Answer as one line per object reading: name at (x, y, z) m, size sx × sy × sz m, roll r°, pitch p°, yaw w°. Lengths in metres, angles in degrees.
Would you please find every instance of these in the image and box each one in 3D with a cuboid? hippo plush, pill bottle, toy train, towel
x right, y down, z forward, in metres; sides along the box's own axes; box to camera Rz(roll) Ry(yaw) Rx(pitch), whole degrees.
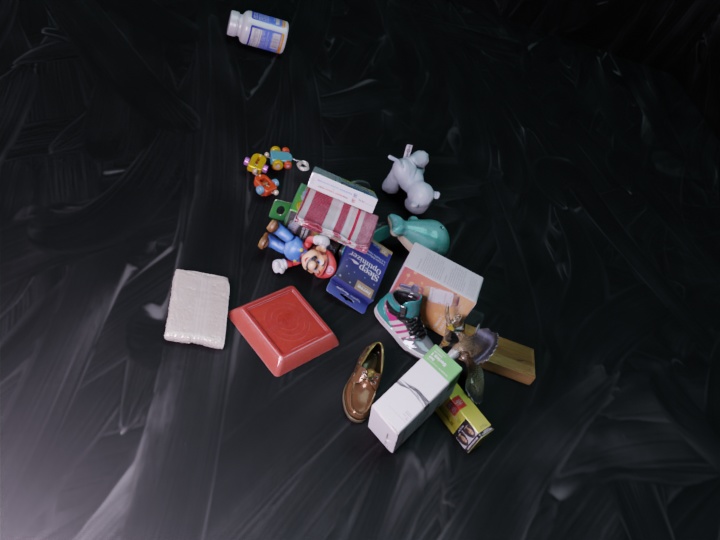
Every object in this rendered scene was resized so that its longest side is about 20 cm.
hippo plush at (0.172, -0.262, 2.059) m, size 0.159 × 0.200 × 0.161 m, roll -32°, pitch 74°, yaw -20°
pill bottle at (-0.356, -0.830, 2.396) m, size 0.198 × 0.112 × 0.113 m, roll 11°, pitch 44°, yaw -17°
toy train at (-0.245, -0.271, 1.947) m, size 0.150 × 0.056 × 0.200 m, roll 41°, pitch 47°, yaw 13°
towel at (-0.362, 0.085, 1.548) m, size 0.131 × 0.035 × 0.201 m, roll 11°, pitch 45°, yaw -15°
towel at (-0.057, -0.131, 1.741) m, size 0.199 × 0.023 × 0.145 m, roll 23°, pitch 43°, yaw -5°

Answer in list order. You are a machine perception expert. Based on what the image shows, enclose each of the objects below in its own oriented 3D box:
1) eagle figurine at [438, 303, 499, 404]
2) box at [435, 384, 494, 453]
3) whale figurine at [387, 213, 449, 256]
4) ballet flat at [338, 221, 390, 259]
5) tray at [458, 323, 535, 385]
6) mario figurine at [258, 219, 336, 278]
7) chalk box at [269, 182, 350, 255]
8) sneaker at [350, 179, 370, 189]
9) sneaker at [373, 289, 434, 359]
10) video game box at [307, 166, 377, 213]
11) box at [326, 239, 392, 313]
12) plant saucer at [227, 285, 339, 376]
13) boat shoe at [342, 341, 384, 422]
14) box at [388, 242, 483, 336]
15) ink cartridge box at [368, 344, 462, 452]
eagle figurine at (0.258, 0.198, 1.635) m, size 0.152 × 0.151 × 0.200 m, roll 46°, pitch -3°, yaw -43°
box at (0.212, 0.311, 1.586) m, size 0.050 × 0.075 × 0.200 m, roll -18°, pitch 59°, yaw -38°
whale figurine at (0.166, -0.102, 1.915) m, size 0.199 × 0.104 × 0.160 m, roll 28°, pitch 36°, yaw -33°
ballet flat at (-0.003, -0.083, 1.878) m, size 0.199 × 0.073 × 0.073 m, roll -30°, pitch 66°, yaw -36°
tray at (0.351, 0.214, 1.780) m, size 0.199 × 0.037 × 0.099 m, roll 21°, pitch 42°, yaw -8°
mario figurine at (-0.150, -0.042, 1.702) m, size 0.199 × 0.124 × 0.106 m, roll 29°, pitch 59°, yaw -4°
chalk box at (-0.136, -0.131, 1.807) m, size 0.199 × 0.125 × 0.124 m, roll 24°, pitch 42°, yaw -5°
sneaker at (-0.048, -0.197, 1.967) m, size 0.199 × 0.073 × 0.082 m, roll -22°, pitch 69°, yaw -30°
sneaker at (0.129, 0.119, 1.696) m, size 0.200 × 0.121 × 0.083 m, roll 43°, pitch 44°, yaw 17°
video game box at (-0.048, -0.215, 1.833) m, size 0.181 × 0.047 × 0.200 m, roll 20°, pitch 11°, yaw -6°
box at (0.000, 0.000, 1.768) m, size 0.121 × 0.032 × 0.201 m, roll 33°, pitch 55°, yaw -14°
plant saucer at (-0.172, 0.125, 1.602) m, size 0.199 × 0.037 × 0.200 m, roll -23°, pitch 63°, yaw -40°
boat shoe at (0.010, 0.243, 1.553) m, size 0.071 × 0.068 × 0.201 m, roll 22°, pitch 43°, yaw -8°
box at (0.185, 0.053, 1.767) m, size 0.199 × 0.153 × 0.107 m, roll 27°, pitch 42°, yaw 1°
ink cartridge box at (0.113, 0.274, 1.473) m, size 0.200 × 0.146 × 0.084 m, roll -39°, pitch 69°, yaw -23°
